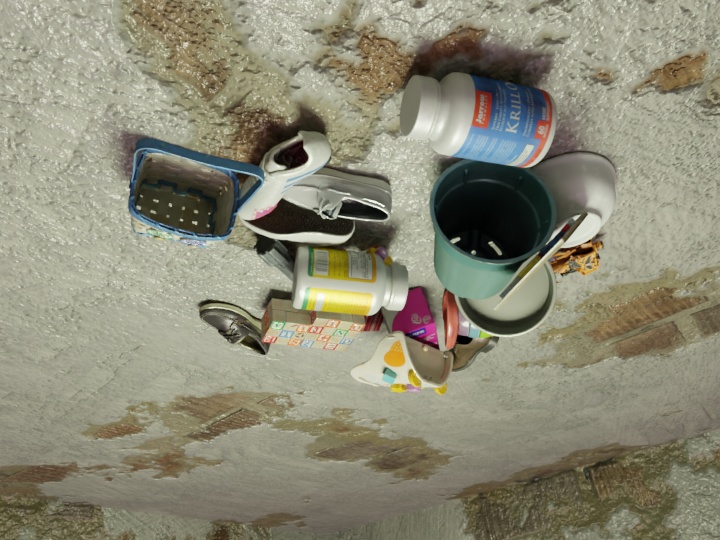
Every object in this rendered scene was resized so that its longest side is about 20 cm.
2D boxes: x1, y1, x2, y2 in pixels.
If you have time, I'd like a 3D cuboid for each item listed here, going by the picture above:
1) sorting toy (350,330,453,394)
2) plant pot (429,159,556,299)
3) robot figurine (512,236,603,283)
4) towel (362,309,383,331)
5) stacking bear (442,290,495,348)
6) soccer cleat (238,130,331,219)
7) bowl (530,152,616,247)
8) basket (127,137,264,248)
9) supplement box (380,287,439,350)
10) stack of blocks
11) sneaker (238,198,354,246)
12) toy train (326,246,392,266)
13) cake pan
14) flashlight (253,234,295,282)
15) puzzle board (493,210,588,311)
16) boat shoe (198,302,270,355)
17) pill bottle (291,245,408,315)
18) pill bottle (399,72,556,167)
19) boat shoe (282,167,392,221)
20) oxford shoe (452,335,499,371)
[{"bbox_3d":[0.079,0.221,1.216,0.179,0.108,0.199,-19,150,35],"label":"sorting toy"},{"bbox_3d":[0.207,-0.055,0.959,0.198,0.202,0.197,-5,153,-2],"label":"plant pot"},{"bbox_3d":[0.401,-0.014,1.147,0.198,0.059,0.145,-19,144,19],"label":"robot figurine"},{"bbox_3d":[-0.041,0.096,1.266,0.198,0.023,0.145,0,143,-12],"label":"towel"},{"bbox_3d":[0.284,0.096,1.216,0.198,0.122,0.114,-1,139,4],"label":"stacking bear"},{"bbox_3d":[-0.135,-0.148,0.848,0.199,0.070,0.086,-34,166,23],"label":"soccer cleat"},{"bbox_3d":[0.365,-0.105,0.987,0.199,0.091,0.202,-5,145,-3],"label":"bowl"},{"bbox_3d":[-0.252,-0.116,0.827,0.175,0.140,0.200,12,150,-25],"label":"basket"},{"bbox_3d":[0.117,0.142,1.276,0.100,0.104,0.201,-20,143,0],"label":"supplement box"},{"bbox_3d":[-0.104,0.112,1.206,0.198,0.059,0.115,9,139,-23],"label":"stack of blocks"},{"bbox_3d":[-0.114,-0.075,0.969,0.198,0.074,0.085,12,162,-9],"label":"sneaker"},{"bbox_3d":[0.000,0.000,1.112,0.149,0.056,0.200,-18,140,18],"label":"toy train"},{"bbox_3d":[0.288,0.032,1.114,0.199,0.202,0.037,-22,-175,21],"label":"cake pan"},{"bbox_3d":[-0.130,-0.002,1.082,0.067,0.068,0.200,-14,140,27],"label":"flashlight"},{"bbox_3d":[0.284,-0.021,0.877,0.151,0.017,0.200,-53,167,32],"label":"puzzle board"},{"bbox_3d":[-0.273,0.133,1.243,0.072,0.065,0.200,-25,140,28],"label":"boat shoe"},{"bbox_3d":[-0.019,0.021,1.001,0.198,0.114,0.113,6,144,-11],"label":"pill bottle"},{"bbox_3d":[0.161,-0.212,0.781,0.198,0.113,0.113,4,144,-16],"label":"pill bottle"},{"bbox_3d":[-0.043,-0.116,0.920,0.198,0.069,0.072,9,144,-17],"label":"boat shoe"},{"bbox_3d":[0.264,0.191,1.422,0.084,0.073,0.200,22,135,-12],"label":"oxford shoe"}]
